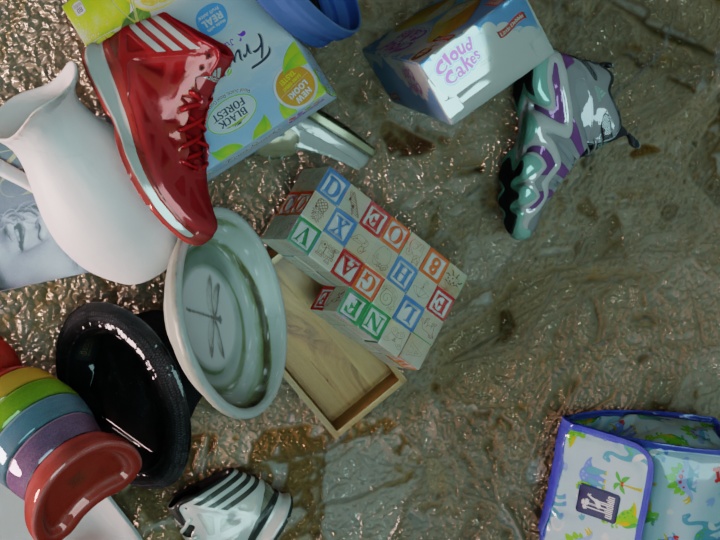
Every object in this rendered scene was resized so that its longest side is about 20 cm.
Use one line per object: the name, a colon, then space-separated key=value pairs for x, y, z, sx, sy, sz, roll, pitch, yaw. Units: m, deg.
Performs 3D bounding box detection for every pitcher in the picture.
pitcher: x=-0.265 y=-0.081 z=1.094 sx=0.200 sy=0.171 sz=0.121 roll=55 pitch=47 yaw=-34

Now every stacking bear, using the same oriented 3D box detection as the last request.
stacking bear: x=-0.320 y=0.139 z=1.121 sx=0.121 sy=0.200 sz=0.114 roll=-40 pitch=153 yaw=-21

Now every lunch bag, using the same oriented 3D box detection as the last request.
lunch bag: x=0.310 y=0.251 z=1.344 sx=0.200 sy=0.127 sz=0.170 roll=7 pitch=105 yaw=-3

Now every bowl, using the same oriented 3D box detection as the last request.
bowl: x=-0.074 y=-0.289 z=1.066 sx=0.039 sy=0.201 sz=0.201 roll=-31 pitch=111 yaw=20

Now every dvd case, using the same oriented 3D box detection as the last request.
dvd case: x=-0.322 y=-0.060 z=1.148 sx=0.200 sy=0.016 sz=0.149 roll=-13 pitch=107 yaw=-12

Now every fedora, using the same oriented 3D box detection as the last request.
fedora: x=-0.209 y=0.111 z=1.166 sx=0.092 sy=0.200 sz=0.201 roll=-32 pitch=115 yaw=-46

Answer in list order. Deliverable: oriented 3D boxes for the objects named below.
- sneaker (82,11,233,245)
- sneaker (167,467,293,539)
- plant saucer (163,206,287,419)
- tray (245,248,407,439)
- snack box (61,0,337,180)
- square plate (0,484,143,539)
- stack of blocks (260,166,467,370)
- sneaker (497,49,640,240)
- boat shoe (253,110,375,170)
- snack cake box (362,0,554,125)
sneaker: x=-0.148 y=-0.129 z=1.017 sx=0.115 sy=0.078 sz=0.200 roll=-28 pitch=92 yaw=14
sneaker: x=-0.170 y=0.298 z=1.260 sx=0.115 sy=0.076 sz=0.201 roll=33 pitch=86 yaw=-11
plant saucer: x=-0.136 y=0.042 z=1.115 sx=0.050 sy=0.200 sz=0.200 roll=-11 pitch=110 yaw=22
tray: x=-0.050 y=0.070 z=1.243 sx=0.099 sy=0.037 sz=0.200 roll=-39 pitch=109 yaw=-2
snack box: x=-0.145 y=-0.199 z=1.082 sx=0.169 sy=0.068 sz=0.200 roll=-32 pitch=91 yaw=10
square plate: x=-0.357 y=0.257 z=1.214 sx=0.200 sy=0.028 sz=0.198 roll=-32 pitch=110 yaw=-5
stack of blocks: x=0.000 y=0.000 z=1.196 sx=0.200 sy=0.059 sz=0.115 roll=37 pitch=73 yaw=-26
sneaker: x=0.225 y=-0.126 z=1.243 sx=0.140 sy=0.078 sz=0.200 roll=5 pitch=103 yaw=-15
boat shoe: x=-0.084 y=-0.142 z=1.164 sx=0.200 sy=0.075 sz=0.068 roll=27 pitch=97 yaw=-9
snack cake box: x=0.086 y=-0.206 z=1.120 sx=0.115 sy=0.200 sz=0.067 roll=-34 pitch=109 yaw=-5
